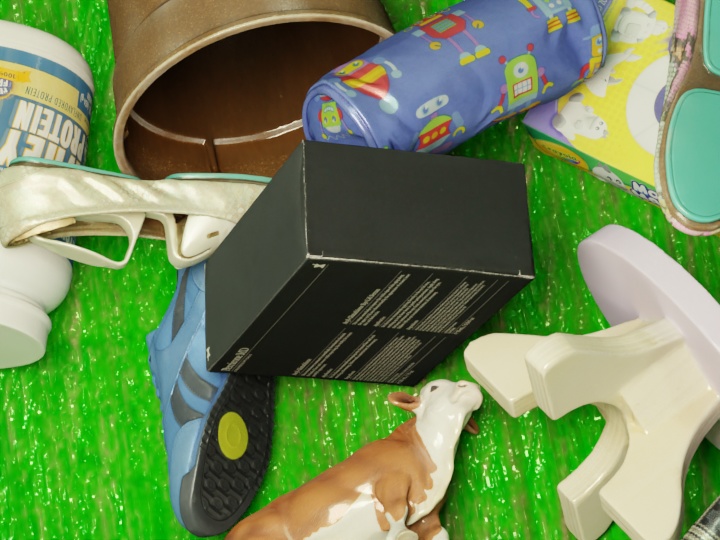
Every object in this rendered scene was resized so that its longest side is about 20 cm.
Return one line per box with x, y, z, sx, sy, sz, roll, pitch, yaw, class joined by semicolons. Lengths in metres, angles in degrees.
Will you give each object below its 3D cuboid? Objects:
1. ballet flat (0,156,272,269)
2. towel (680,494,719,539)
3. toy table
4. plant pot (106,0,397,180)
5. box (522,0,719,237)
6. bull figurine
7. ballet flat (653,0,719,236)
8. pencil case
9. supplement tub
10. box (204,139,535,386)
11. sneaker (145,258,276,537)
-0.131;-0.028;1.663;0.199;0.067;0.063;4;70;-11;ballet flat
0.280;0.182;1.506;0.200;0.035;0.193;45;84;-11;towel
0.157;0.075;1.563;0.117;0.184;0.200;-34;41;-13;toy table
-0.080;-0.174;1.712;0.200;0.200;0.199;-22;58;8;plant pot
0.215;-0.091;1.665;0.200;0.048;0.118;27;80;21;box
0.004;0.149;1.620;0.200;0.065;0.122;-35;32;10;bull figurine
0.209;-0.102;1.609;0.069;0.071;0.201;14;67;-11;ballet flat
0.057;-0.113;1.618;0.200;0.087;0.078;-30;31;-26;pencil case
-0.253;-0.049;1.732;0.144;0.145;0.201;-1;71;16;supplement tub
0.000;0.000;1.587;0.141;0.200;0.079;3;68;-20;box
-0.100;0.077;1.686;0.078;0.066;0.201;-10;59;32;sneaker
